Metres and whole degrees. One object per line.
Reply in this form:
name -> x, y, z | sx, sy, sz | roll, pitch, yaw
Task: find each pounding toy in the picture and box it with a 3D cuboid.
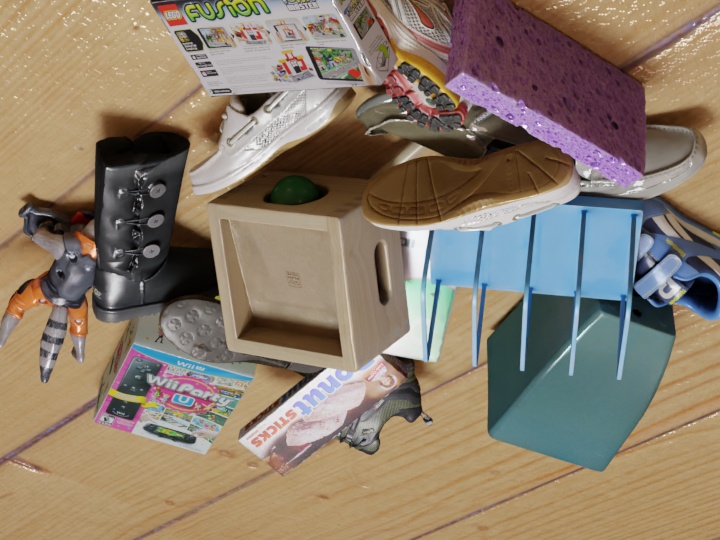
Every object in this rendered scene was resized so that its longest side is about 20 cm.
pounding toy -> -0.029, -0.028, 1.521 | 0.183, 0.142, 0.201 | 8, 115, 32

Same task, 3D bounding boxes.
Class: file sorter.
file sorter -> 0.158, 0.017, 1.473 | 0.199, 0.123, 0.139 | 4, 143, 7

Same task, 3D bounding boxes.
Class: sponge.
sponge -> 0.163, -0.159, 1.352 | 0.199, 0.112, 0.030 | 27, 138, -24

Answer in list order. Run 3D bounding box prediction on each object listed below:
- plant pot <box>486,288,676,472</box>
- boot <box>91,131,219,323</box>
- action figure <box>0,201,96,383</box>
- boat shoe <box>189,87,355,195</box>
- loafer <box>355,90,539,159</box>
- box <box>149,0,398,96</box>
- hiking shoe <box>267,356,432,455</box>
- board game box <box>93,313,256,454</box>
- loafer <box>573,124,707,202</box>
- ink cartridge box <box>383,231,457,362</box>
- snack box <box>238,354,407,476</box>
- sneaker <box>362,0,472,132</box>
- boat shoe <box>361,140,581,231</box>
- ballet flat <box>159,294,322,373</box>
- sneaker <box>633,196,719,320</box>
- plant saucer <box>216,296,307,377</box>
plant pot -> 0.240, 0.084, 1.648 | 0.141, 0.142, 0.200 | 19, 135, -15
boot -> -0.196, -0.053, 1.592 | 0.164, 0.066, 0.201 | -21, 133, -34
action figure -> -0.283, 0.022, 1.667 | 0.199, 0.105, 0.194 | 19, 117, -23
boat shoe -> -0.095, -0.138, 1.458 | 0.199, 0.071, 0.069 | -31, 105, 33
loafer -> 0.094, -0.128, 1.422 | 0.199, 0.070, 0.075 | 2, 178, 7
box -> -0.075, -0.204, 1.334 | 0.199, 0.035, 0.110 | 2, 137, 39
hiking shoe -> -0.021, 0.171, 1.793 | 0.199, 0.076, 0.101 | -20, 94, 8
board game box -> -0.219, 0.128, 1.848 | 0.147, 0.065, 0.200 | 17, 142, -13
loafer -> 0.219, -0.100, 1.455 | 0.199, 0.070, 0.070 | -12, 150, 25
ink cartridge box -> 0.000, 0.000, 1.600 | 0.199, 0.050, 0.162 | 9, 119, -5
snack box -> -0.042, 0.148, 1.735 | 0.072, 0.024, 0.200 | 41, 115, -19
sneaker -> 0.027, -0.212, 1.347 | 0.200, 0.082, 0.078 | 46, 148, -21
boat shoe -> 0.100, -0.063, 1.406 | 0.199, 0.071, 0.069 | -7, 154, 22
ballet flat -> -0.122, 0.065, 1.656 | 0.199, 0.046, 0.068 | 13, 108, -28
sneaker -> 0.290, -0.016, 1.547 | 0.199, 0.083, 0.074 | 23, 142, -17
plant saucer -> -0.054, 0.050, 1.726 | 0.199, 0.048, 0.200 | 33, 136, -30
